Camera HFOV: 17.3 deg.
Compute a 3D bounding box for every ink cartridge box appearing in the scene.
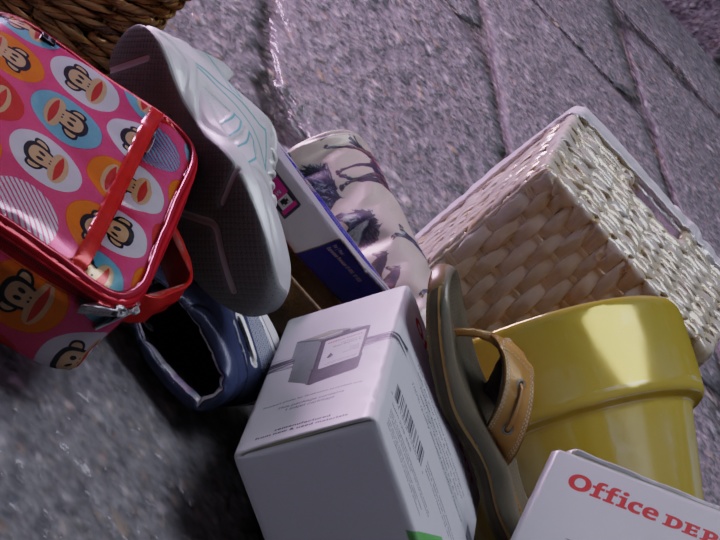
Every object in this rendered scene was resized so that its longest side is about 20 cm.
[{"bbox_3d":[-0.038,-0.037,1.554,0.200,0.037,0.095,50,2,35],"label":"ink cartridge box"},{"bbox_3d":[0.004,0.116,1.332,0.200,0.084,0.147,-70,143,-69],"label":"ink cartridge box"},{"bbox_3d":[0.134,0.214,1.298,0.144,0.084,0.200,21,49,11],"label":"ink cartridge box"}]

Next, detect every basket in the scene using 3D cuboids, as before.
[{"bbox_3d":[-0.166,-0.231,1.529,0.143,0.149,0.200,40,28,-13],"label":"basket"},{"bbox_3d":[0.143,0.024,1.717,0.198,0.200,0.161,48,21,-5],"label":"basket"}]

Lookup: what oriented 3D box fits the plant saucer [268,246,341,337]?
[{"bbox_3d":[-0.072,-0.017,1.499,0.200,0.035,0.200,51,4,-5],"label":"plant saucer"}]

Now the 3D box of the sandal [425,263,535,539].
[{"bbox_3d":[0.083,0.082,1.398,0.080,0.054,0.201,-76,148,-66],"label":"sandal"}]

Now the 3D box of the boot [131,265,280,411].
[{"bbox_3d":[-0.117,-0.009,1.369,0.200,0.073,0.090,54,13,9],"label":"boot"}]

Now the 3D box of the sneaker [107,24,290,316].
[{"bbox_3d":[-0.075,-0.060,1.362,0.080,0.070,0.201,7,48,-44],"label":"sneaker"}]

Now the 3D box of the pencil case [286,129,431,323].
[{"bbox_3d":[0.000,0.000,1.624,0.078,0.089,0.201,74,-9,-56],"label":"pencil case"}]

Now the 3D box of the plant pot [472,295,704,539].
[{"bbox_3d":[0.139,0.140,1.530,0.200,0.200,0.190,11,59,-62],"label":"plant pot"}]

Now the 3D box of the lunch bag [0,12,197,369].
[{"bbox_3d":[-0.165,-0.037,1.255,0.176,0.082,0.200,35,28,-12],"label":"lunch bag"}]
